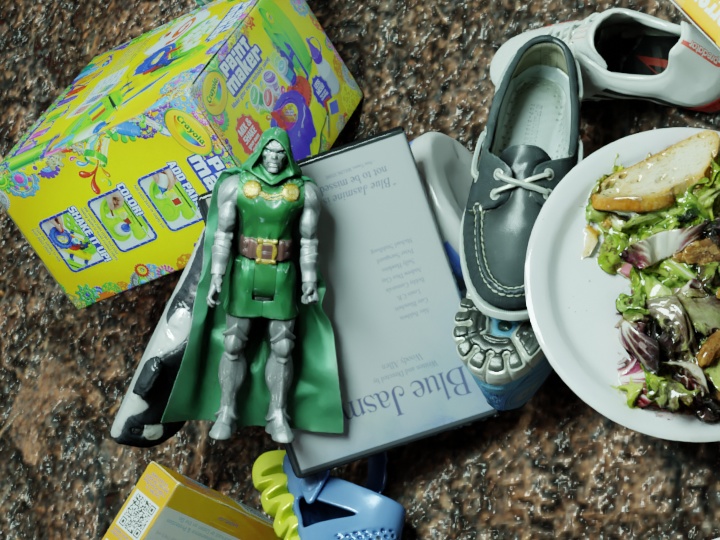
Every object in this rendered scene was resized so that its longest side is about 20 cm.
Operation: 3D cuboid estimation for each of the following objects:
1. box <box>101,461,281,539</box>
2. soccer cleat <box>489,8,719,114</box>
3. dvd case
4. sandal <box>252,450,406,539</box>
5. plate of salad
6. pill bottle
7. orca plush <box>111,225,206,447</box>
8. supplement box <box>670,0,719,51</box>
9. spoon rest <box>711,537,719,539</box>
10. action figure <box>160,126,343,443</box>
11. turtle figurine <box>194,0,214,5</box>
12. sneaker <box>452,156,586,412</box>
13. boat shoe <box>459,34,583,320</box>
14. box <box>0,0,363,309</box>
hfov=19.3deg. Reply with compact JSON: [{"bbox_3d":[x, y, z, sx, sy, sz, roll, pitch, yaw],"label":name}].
[{"bbox_3d":[-0.148,0.239,1.454,0.041,0.119,0.200,35,91,45],"label":"box"},{"bbox_3d":[0.160,-0.145,1.422,0.200,0.085,0.069,10,75,42],"label":"soccer cleat"},{"bbox_3d":[-0.007,0.023,1.376,0.143,0.018,0.200,-19,99,5],"label":"dvd case"},{"bbox_3d":[-0.005,0.178,1.400,0.087,0.079,0.200,-37,50,14],"label":"sandal"},{"bbox_3d":[0.199,0.004,1.276,0.200,0.048,0.200,0,72,0],"label":"plate of salad"},{"bbox_3d":[0.000,0.000,1.460,0.200,0.114,0.114,-32,51,23],"label":"pill bottle"},{"bbox_3d":[-0.099,0.040,1.435,0.105,0.071,0.200,-141,75,-82],"label":"orca plush"},{"bbox_3d":[0.257,-0.140,1.258,0.074,0.200,0.126,-45,47,12],"label":"supplement box"},{"bbox_3d":[0.168,0.206,1.249,0.200,0.061,0.099,-33,50,21],"label":"spoon rest"},{"bbox_3d":[-0.062,0.008,1.339,0.055,0.118,0.200,-122,35,-75],"label":"action figure"},{"bbox_3d":[-0.082,-0.262,1.609,0.101,0.200,0.150,26,117,8],"label":"turtle figurine"},{"bbox_3d":[0.114,0.006,1.385,0.078,0.090,0.200,16,57,20],"label":"sneaker"},{"bbox_3d":[0.103,-0.062,1.342,0.076,0.060,0.200,3,54,5],"label":"boat shoe"},{"bbox_3d":[-0.132,-0.098,1.556,0.193,0.122,0.200,-21,23,31],"label":"box"}]
